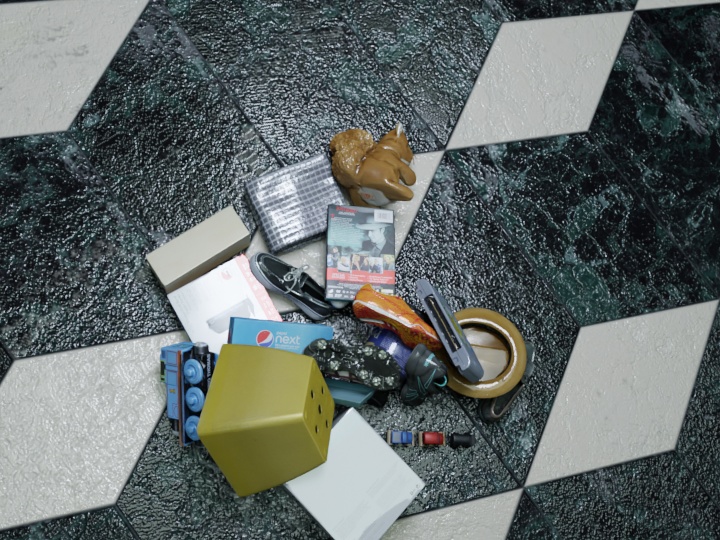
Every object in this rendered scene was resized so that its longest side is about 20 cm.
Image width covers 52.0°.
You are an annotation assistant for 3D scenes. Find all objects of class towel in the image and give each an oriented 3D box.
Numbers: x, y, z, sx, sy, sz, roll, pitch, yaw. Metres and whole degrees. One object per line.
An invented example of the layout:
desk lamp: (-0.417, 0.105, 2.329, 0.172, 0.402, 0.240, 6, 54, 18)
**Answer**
towel: (-0.127, -0.141, 1.547, 0.198, 0.086, 0.168, -24, 83, -16)

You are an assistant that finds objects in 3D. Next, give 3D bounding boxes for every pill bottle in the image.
pill bottle: (0.060, 0.171, 1.496, 0.111, 0.112, 0.201, 34, 72, -2)

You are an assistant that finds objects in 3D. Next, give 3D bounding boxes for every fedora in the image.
fedora: (0.243, 0.178, 1.537, 0.197, 0.082, 0.204, -1, 68, 3)

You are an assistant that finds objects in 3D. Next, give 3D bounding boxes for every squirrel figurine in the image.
squirrel figurine: (0.032, -0.238, 1.569, 0.198, 0.141, 0.189, 31, 58, -14)

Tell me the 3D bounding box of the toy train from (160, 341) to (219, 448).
toy train: (-0.319, 0.232, 1.401, 0.113, 0.086, 0.204, 4, 98, 32)

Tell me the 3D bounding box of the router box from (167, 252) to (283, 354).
router box: (-0.261, 0.097, 1.482, 0.178, 0.049, 0.202, -30, 84, -16)

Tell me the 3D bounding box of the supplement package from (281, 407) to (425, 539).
supplement package: (-0.022, 0.403, 1.406, 0.200, 0.147, 0.191, 46, 73, 2)

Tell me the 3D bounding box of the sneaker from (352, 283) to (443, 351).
sneaker: (0.081, 0.089, 1.428, 0.198, 0.073, 0.078, 32, 52, -8)

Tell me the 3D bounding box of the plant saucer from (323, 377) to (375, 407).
plant saucer: (-0.070, 0.232, 1.434, 0.197, 0.070, 0.019, 5, 109, 29)

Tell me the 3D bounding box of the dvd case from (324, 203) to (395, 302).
dvd case: (0.000, -0.033, 1.494, 0.143, 0.022, 0.203, 4, 72, -10)

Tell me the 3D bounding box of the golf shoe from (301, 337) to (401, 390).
golf shoe: (-0.017, 0.174, 1.403, 0.197, 0.088, 0.078, 20, 74, -18)

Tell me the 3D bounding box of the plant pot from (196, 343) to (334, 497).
plant pot: (-0.152, 0.258, 1.317, 0.173, 0.202, 0.202, -8, 40, 14)

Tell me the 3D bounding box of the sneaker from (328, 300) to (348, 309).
sneaker: (0.000, 0.000, 1.520, 0.072, 0.072, 0.200, 52, 55, -17)

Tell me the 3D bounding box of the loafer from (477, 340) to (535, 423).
loafer: (0.321, 0.235, 1.558, 0.071, 0.063, 0.201, 35, 73, -2)

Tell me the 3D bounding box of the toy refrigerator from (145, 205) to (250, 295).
toy refrigerator: (-0.325, -0.040, 1.494, 0.199, 0.070, 0.076, -34, 78, -17)

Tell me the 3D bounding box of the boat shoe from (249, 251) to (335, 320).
boat shoe: (-0.132, 0.023, 1.494, 0.199, 0.068, 0.074, 42, 47, -9)

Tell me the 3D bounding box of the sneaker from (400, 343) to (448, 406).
sneaker: (0.127, 0.224, 1.452, 0.079, 0.201, 0.076, 28, 61, 19)

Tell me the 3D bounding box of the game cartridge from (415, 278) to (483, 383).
game cartridge: (0.176, 0.119, 1.446, 0.040, 0.133, 0.202, -30, 63, 6)

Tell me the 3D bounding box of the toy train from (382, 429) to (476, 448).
toy train: (0.142, 0.344, 1.506, 0.196, 0.046, 0.035, 4, 76, -10)

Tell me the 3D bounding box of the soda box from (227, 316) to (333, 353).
soda box: (-0.155, 0.133, 1.433, 0.197, 0.064, 0.069, 7, 88, -19)
